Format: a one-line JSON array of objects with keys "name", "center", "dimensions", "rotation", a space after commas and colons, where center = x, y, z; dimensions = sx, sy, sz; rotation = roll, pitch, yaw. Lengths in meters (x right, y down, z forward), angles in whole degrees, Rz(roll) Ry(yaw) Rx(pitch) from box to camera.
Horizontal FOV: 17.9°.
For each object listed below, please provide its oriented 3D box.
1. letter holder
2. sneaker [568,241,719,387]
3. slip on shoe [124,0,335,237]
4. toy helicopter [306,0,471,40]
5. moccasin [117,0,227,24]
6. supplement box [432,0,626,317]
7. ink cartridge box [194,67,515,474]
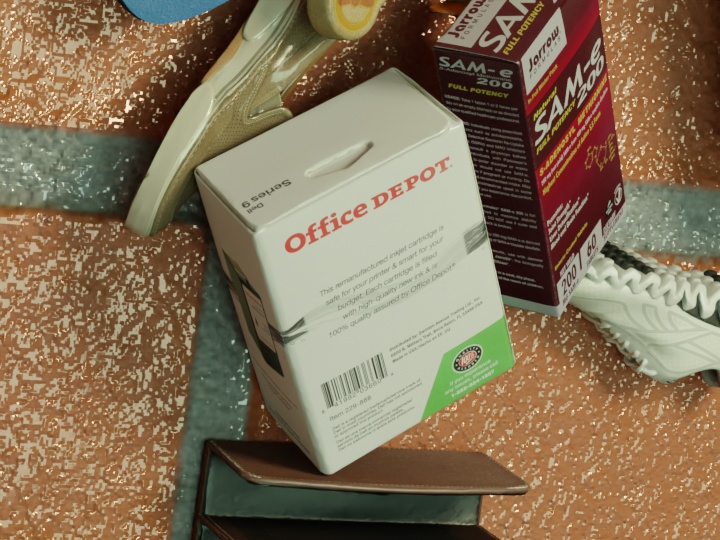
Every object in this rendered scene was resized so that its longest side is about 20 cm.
[{"name": "letter holder", "center": [0.012, 0.175, 1.415], "dimensions": [0.199, 0.142, 0.101], "rotation": [5, 99, -24]}, {"name": "sneaker", "center": [0.189, 0.031, 1.506], "dimensions": [0.199, 0.075, 0.081], "rotation": [16, 104, -25]}, {"name": "slip on shoe", "center": [-0.068, -0.099, 1.358], "dimensions": [0.060, 0.076, 0.201], "rotation": [34, 79, -4]}, {"name": "toy helicopter", "center": [0.040, -0.191, 1.365], "dimensions": [0.200, 0.079, 0.133], "rotation": [-41, 131, -33]}, {"name": "moccasin", "center": [-0.068, -0.220, 1.339], "dimensions": [0.200, 0.068, 0.081], "rotation": [-42, 122, -9]}, {"name": "supplement box", "center": [0.106, -0.083, 1.388], "dimensions": [0.109, 0.061, 0.201], "rotation": [-54, 144, -37]}, {"name": "ink cartridge box", "center": [0.000, 0.000, 1.371], "dimensions": [0.145, 0.084, 0.201], "rotation": [-28, 132, -16]}]
